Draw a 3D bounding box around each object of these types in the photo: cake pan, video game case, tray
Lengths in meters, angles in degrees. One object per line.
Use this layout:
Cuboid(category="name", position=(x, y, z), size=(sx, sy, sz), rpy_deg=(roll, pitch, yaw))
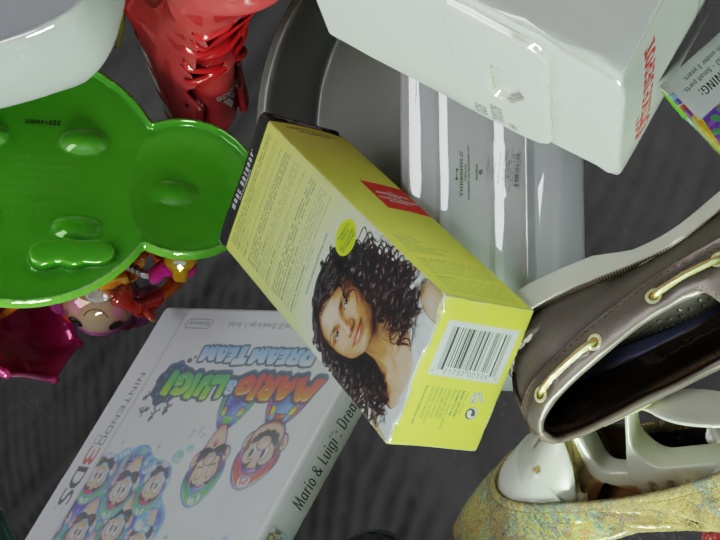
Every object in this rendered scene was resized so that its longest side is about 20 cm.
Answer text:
Cuboid(category="cake pan", position=(0.031, -0.072, 0.880), size=(0.200, 0.037, 0.201), rpy_deg=(1, 91, 41))
Cuboid(category="video game case", position=(-0.085, 0.099, 0.905), size=(0.200, 0.024, 0.183), rpy_deg=(0, 54, 51))
Cuboid(category="tray", position=(0.055, -0.044, 0.821), size=(0.107, 0.022, 0.201), rpy_deg=(0, 91, 40))

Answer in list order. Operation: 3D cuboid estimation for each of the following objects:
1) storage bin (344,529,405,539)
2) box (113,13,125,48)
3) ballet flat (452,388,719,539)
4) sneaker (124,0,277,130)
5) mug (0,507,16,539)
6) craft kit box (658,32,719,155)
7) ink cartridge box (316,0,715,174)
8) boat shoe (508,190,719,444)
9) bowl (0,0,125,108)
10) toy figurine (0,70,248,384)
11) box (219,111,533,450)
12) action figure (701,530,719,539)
Cuboid(category="storage bin", position=(-0.016, 0.234, 0.793), size=(0.135, 0.094, 0.200), rpy_deg=(39, 112, 22))
Cuboid(category="box", position=(-0.164, -0.224, 0.990), size=(0.064, 0.070, 0.201), rpy_deg=(43, 132, 40))
Cuboid(category="ballet flat", position=(0.118, 0.086, 0.785), size=(0.199, 0.071, 0.071), rpy_deg=(-10, 85, 37))
Cuboid(category="sneaker", position=(-0.069, -0.125, 0.918), size=(0.200, 0.078, 0.116), rpy_deg=(34, 148, 64))
Cuboid(category="mug", position=(-0.259, 0.208, 1.079), size=(0.152, 0.114, 0.185), rpy_deg=(55, 159, 31))
Cuboid(category="craft kit box", position=(0.247, -0.063, 0.647), size=(0.200, 0.048, 0.198), rpy_deg=(-43, 66, 9))
Cuboid(category="ink cartridge box", position=(0.084, -0.167, 0.692), size=(0.144, 0.147, 0.201), rpy_deg=(28, 84, 12))
Cuboid(category="boat shoe", position=(0.151, 0.009, 0.729), size=(0.199, 0.072, 0.060), rpy_deg=(-26, 49, 18))
Cuboid(category="bowl", position=(-0.197, -0.152, 0.885), size=(0.199, 0.075, 0.200), rpy_deg=(-12, 53, 17))
Cuboid(category="toy figurine", position=(-0.161, -0.007, 0.981), size=(0.184, 0.199, 0.151), rpy_deg=(107, 163, -61))
Cuboid(category="box", position=(0.000, 0.000, 0.810), size=(0.200, 0.050, 0.076), rpy_deg=(45, 120, 54))
Cuboid(category="action figure", position=(0.181, 0.202, 0.751), size=(0.065, 0.052, 0.201), rpy_deg=(-26, 70, 32))
